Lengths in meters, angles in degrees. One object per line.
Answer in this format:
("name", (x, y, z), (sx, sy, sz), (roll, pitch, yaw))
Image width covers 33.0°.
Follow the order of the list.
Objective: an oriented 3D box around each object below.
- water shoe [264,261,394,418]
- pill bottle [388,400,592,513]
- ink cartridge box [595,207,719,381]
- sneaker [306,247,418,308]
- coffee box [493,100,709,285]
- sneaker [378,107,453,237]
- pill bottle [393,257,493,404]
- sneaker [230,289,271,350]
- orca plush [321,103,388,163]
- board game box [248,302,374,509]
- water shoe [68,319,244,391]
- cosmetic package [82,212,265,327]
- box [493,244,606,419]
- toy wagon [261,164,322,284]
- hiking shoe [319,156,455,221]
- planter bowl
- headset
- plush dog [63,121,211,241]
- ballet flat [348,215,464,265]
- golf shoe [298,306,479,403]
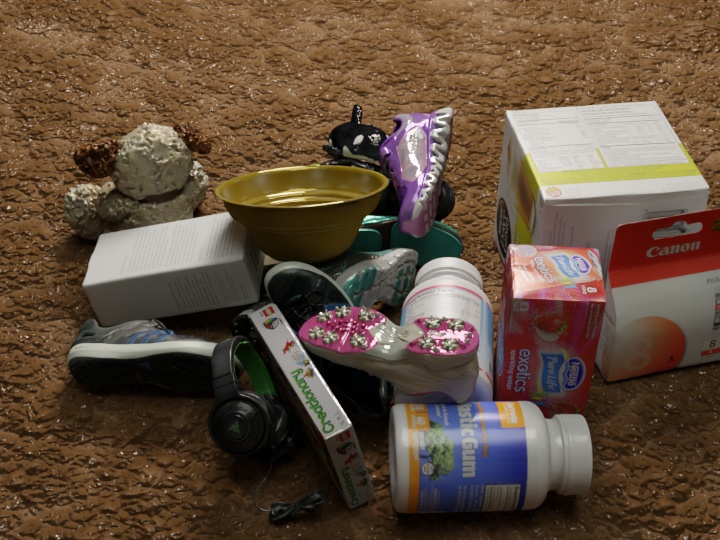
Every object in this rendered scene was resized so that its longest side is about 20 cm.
("water shoe", (-0.029, 0.073, 1.330), (0.071, 0.200, 0.079), (-39, 11, 14))
("pill bottle", (0.131, 0.190, 1.250), (0.199, 0.112, 0.112), (-2, 40, -3))
("ink cartridge box", (0.358, 0.029, 1.382), (0.161, 0.201, 0.050), (-9, 41, -13))
("sneaker", (0.000, 0.000, 1.457), (0.091, 0.078, 0.200), (23, 14, 25))
("coffee box", (0.286, -0.071, 1.498), (0.199, 0.200, 0.198), (-5, 40, -7))
("sneaker", (0.062, -0.127, 1.533), (0.088, 0.081, 0.201), (9, 53, 5))
("pill bottle", (0.097, 0.079, 1.382), (0.108, 0.109, 0.200), (5, 40, 3))
("sneaker", (-0.047, 0.060, 1.431), (0.199, 0.067, 0.091), (11, 43, 14))
("orca plush", (0.003, -0.191, 1.665), (0.105, 0.071, 0.200), (9, 7, -3))
("board game box", (-0.052, 0.141, 1.286), (0.035, 0.127, 0.200), (-26, 46, -10))
("water shoe", (-0.229, 0.085, 1.375), (0.199, 0.072, 0.079), (2, 44, 1))
("cosmetic package", (-0.220, -0.003, 1.458), (0.199, 0.071, 0.102), (-8, 38, 10))
("box", (0.200, 0.078, 1.317), (0.099, 0.201, 0.096), (3, 38, 1))
("toy wagon", (-0.075, -0.058, 1.523), (0.199, 0.040, 0.156), (-6, 58, 29))
("hiking shoe", (0.024, -0.103, 1.601), (0.199, 0.076, 0.101), (14, 12, 27))
("planter bowl", (-0.065, -0.060, 1.408), (0.199, 0.084, 0.200), (-3, 18, 1))
("headset", (-0.097, 0.161, 1.274), (0.094, 0.123, 0.201), (-19, 69, 14))
("plush dog", (-0.267, -0.105, 1.536), (0.199, 0.172, 0.161), (-17, 44, -23))
("ballet flat", (0.033, -0.047, 1.567), (0.199, 0.068, 0.070), (1, 27, -4))
("golf shoe", (0.029, 0.092, 1.254), (0.199, 0.092, 0.075), (7, 39, 26))
